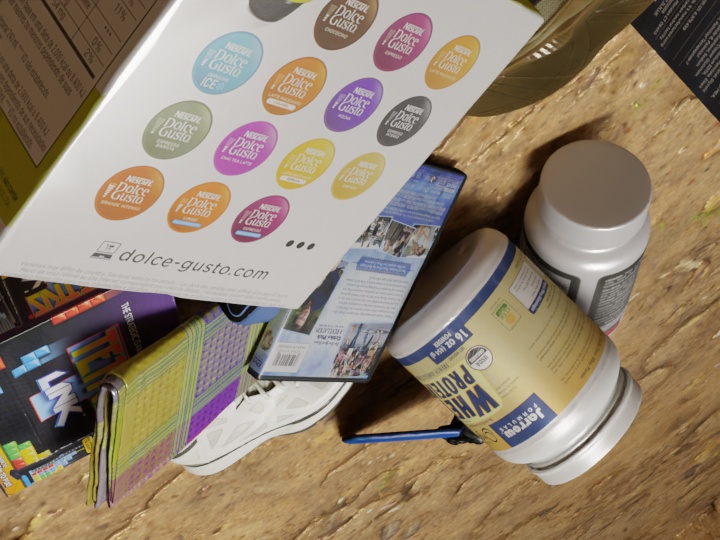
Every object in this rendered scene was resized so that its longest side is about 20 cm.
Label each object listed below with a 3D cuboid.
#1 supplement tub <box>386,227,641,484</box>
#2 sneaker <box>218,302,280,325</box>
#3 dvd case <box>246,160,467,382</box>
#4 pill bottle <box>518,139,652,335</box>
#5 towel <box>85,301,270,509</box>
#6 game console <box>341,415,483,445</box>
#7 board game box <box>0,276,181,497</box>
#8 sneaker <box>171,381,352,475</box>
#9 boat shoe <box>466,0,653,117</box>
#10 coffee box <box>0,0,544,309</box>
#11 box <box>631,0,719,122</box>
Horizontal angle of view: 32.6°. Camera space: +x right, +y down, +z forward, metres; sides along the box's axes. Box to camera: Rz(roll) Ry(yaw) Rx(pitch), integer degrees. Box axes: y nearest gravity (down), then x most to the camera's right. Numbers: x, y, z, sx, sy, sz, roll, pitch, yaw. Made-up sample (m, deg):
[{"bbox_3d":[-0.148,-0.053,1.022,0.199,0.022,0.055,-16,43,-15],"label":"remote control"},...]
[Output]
[{"bbox_3d":[0.134,0.077,1.080,0.144,0.200,0.144,-46,-172,8],"label":"supplement tub"},{"bbox_3d":[-0.092,-0.044,0.798,0.078,0.070,0.201,-18,129,-31],"label":"sneaker"},{"bbox_3d":[0.000,0.000,0.978,0.142,0.018,0.201,8,112,-52],"label":"dvd case"},{"bbox_3d":[0.202,-0.022,1.129,0.114,0.114,0.200,-27,151,-15],"label":"pill bottle"},{"bbox_3d":[-0.124,0.076,0.901,0.200,0.023,0.144,-41,154,-43],"label":"towel"},{"bbox_3d":[0.073,0.122,1.248,0.171,0.118,0.200,-63,180,-9],"label":"game console"},{"bbox_3d":[-0.208,0.065,0.875,0.165,0.057,0.200,-26,151,-15],"label":"board game box"},{"bbox_3d":[-0.092,0.101,1.038,0.200,0.076,0.115,-35,154,6],"label":"sneaker"},{"bbox_3d":[0.134,-0.176,0.865,0.073,0.065,0.200,0,156,-39],"label":"boat shoe"},{"bbox_3d":[-0.081,-0.127,0.558,0.198,0.200,0.199,-48,150,22],"label":"coffee box"},{"bbox_3d":[0.354,-0.178,0.963,0.200,0.197,0.124,-8,142,-40],"label":"box"}]
